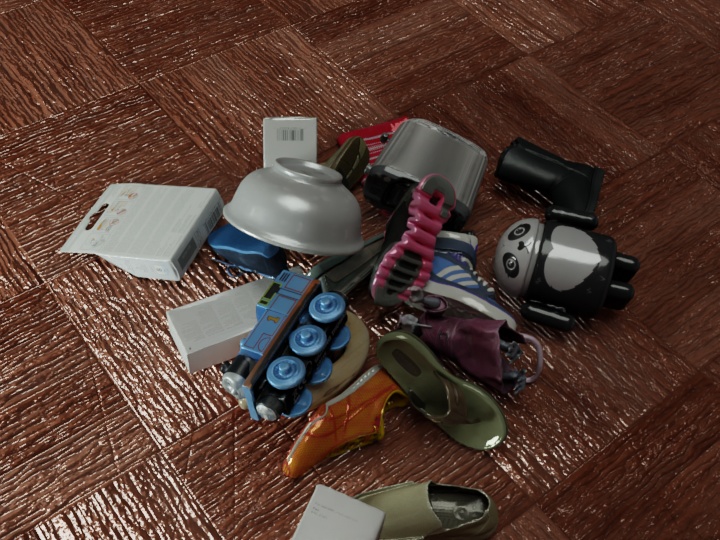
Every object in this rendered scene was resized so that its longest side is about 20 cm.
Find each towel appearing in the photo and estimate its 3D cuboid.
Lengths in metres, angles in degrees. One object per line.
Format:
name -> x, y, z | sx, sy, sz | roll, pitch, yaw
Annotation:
towel -> 0.061, -0.176, 1.440 | 0.144, 0.023, 0.200 | -17, 53, -17

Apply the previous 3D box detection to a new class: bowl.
bowl -> -0.081, -0.098, 1.189 | 0.200, 0.091, 0.201 | 15, 18, -5

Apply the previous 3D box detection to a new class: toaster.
toaster -> 0.111, -0.142, 1.334 | 0.199, 0.114, 0.129 | 25, 64, 0

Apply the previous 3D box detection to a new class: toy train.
toy train -> -0.090, 0.093, 1.064 | 0.114, 0.087, 0.200 | 15, 51, 22

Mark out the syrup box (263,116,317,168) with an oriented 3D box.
syrup box -> -0.109, -0.196, 1.337 | 0.078, 0.082, 0.200 | 0, 11, -5

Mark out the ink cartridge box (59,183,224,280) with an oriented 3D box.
ink cartridge box -> -0.326, -0.062, 1.308 | 0.199, 0.047, 0.160 | 4, 47, 22

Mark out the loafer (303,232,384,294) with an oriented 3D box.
loafer -> 0.000, 0.000, 1.247 | 0.200, 0.072, 0.063 | -26, 77, -46

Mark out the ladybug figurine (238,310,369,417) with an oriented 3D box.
ladybug figurine -> -0.077, 0.126, 1.135 | 0.200, 0.072, 0.136 | -29, 57, -26

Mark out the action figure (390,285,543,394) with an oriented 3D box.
action figure -> 0.131, 0.084, 1.162 | 0.200, 0.134, 0.149 | 19, 20, 36

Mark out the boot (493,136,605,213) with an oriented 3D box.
boot -> 0.291, -0.127, 1.379 | 0.168, 0.077, 0.200 | 21, 44, 8

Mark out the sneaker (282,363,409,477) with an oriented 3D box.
sneaker -> -0.014, 0.194, 1.086 | 0.200, 0.073, 0.077 | -37, 71, -27

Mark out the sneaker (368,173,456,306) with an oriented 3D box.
sneaker -> 0.061, -0.042, 1.221 | 0.079, 0.095, 0.200 | 32, 79, -28

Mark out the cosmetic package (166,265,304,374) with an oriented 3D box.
cosmetic package -> -0.157, 0.067, 1.194 | 0.199, 0.051, 0.083 | -19, 50, -20

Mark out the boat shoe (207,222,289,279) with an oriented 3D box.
boat shoe -> -0.163, -0.021, 1.234 | 0.084, 0.069, 0.200 | -34, 25, -12

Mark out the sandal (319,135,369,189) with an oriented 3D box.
sandal -> -0.056, -0.140, 1.368 | 0.054, 0.080, 0.200 | 9, 48, 37

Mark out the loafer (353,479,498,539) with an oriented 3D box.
loafer -> 0.067, 0.281, 1.017 | 0.199, 0.068, 0.076 | -4, 50, -8

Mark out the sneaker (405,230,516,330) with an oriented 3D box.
sneaker -> 0.157, 0.006, 1.250 | 0.200, 0.081, 0.147 | 23, 57, 23

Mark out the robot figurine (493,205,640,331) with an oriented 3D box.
robot figurine -> 0.291, -0.004, 1.243 | 0.199, 0.125, 0.150 | 15, 34, 8

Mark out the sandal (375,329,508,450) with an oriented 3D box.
sandal -> 0.095, 0.159, 1.088 | 0.201, 0.080, 0.057 | 39, 26, -1

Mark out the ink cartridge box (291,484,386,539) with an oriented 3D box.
ink cartridge box -> -0.052, 0.349, 0.897 | 0.086, 0.147, 0.200 | 21, 51, 11
